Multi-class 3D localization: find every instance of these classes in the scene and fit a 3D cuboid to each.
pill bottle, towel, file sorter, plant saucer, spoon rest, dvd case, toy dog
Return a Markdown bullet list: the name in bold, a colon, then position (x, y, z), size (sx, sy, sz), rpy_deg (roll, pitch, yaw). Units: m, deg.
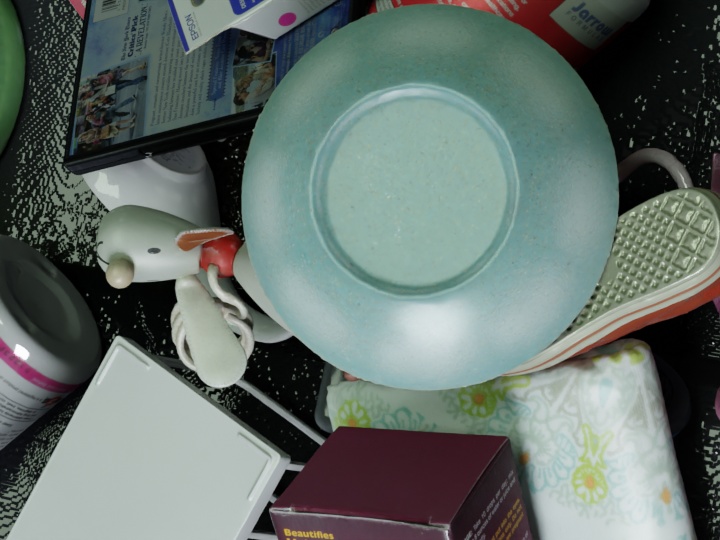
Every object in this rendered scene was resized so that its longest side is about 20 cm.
- **pill bottle**: position (-0.274, 0.078, 1.662), size (0.200, 0.113, 0.114), rpy_deg (-39, 63, 19)
- **towel**: position (0.087, 0.129, 1.425), size (0.199, 0.048, 0.172), rpy_deg (-6, 110, 30)
- **file sorter**: position (-0.112, 0.167, 1.539), size (0.139, 0.124, 0.200), rpy_deg (34, 98, 31)
- **plant saucer**: position (0.031, -0.039, 1.313), size (0.200, 0.039, 0.202), rpy_deg (0, 88, 12)
- **pill bottle**: position (0.095, -0.162, 1.487), size (0.200, 0.112, 0.112), rpy_deg (-41, 62, 18)
- **spoon rest**: position (-0.102, -0.025, 1.600), size (0.200, 0.099, 0.061), rpy_deg (45, 122, 17)
- **dvd case**: position (-0.085, -0.139, 1.525), size (0.199, 0.018, 0.143), rpy_deg (-12, 58, 28)
- **toy dog**: position (-0.052, 0.019, 1.398), size (0.199, 0.132, 0.096), rpy_deg (-8, 32, 25)

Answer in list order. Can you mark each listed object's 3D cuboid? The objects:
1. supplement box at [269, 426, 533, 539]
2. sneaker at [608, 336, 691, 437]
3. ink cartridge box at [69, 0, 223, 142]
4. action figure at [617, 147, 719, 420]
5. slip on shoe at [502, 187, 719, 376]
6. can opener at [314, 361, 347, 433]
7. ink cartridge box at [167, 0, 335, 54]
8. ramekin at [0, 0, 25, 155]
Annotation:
- **supplement box**: position (0.037, 0.192, 1.398), size (0.110, 0.086, 0.201), rpy_deg (2, 121, 29)
- **sneaker**: position (0.097, 0.076, 1.475), size (0.199, 0.079, 0.066), rpy_deg (9, 47, 23)
- **ink cartridge box**: position (-0.079, -0.206, 1.618), size (0.200, 0.084, 0.145), rpy_deg (-46, 62, 15)
- **action figure**: position (0.216, 0.020, 1.350), size (0.134, 0.149, 0.200), rpy_deg (-48, 30, 36)
- **slip on shoe**: position (0.123, 0.010, 1.349), size (0.200, 0.061, 0.074), rpy_deg (-23, 66, 36)
- **can opener**: position (0.000, 0.000, 1.547), size (0.066, 0.053, 0.201), rpy_deg (6, 85, 21)
- **ink cartridge box**: position (-0.024, -0.202, 1.487), size (0.200, 0.037, 0.095), rpy_deg (-29, 52, 12)
- **ramekin**: position (-0.336, -0.135, 1.753), size (0.199, 0.098, 0.201), rpy_deg (-7, 77, 30)
